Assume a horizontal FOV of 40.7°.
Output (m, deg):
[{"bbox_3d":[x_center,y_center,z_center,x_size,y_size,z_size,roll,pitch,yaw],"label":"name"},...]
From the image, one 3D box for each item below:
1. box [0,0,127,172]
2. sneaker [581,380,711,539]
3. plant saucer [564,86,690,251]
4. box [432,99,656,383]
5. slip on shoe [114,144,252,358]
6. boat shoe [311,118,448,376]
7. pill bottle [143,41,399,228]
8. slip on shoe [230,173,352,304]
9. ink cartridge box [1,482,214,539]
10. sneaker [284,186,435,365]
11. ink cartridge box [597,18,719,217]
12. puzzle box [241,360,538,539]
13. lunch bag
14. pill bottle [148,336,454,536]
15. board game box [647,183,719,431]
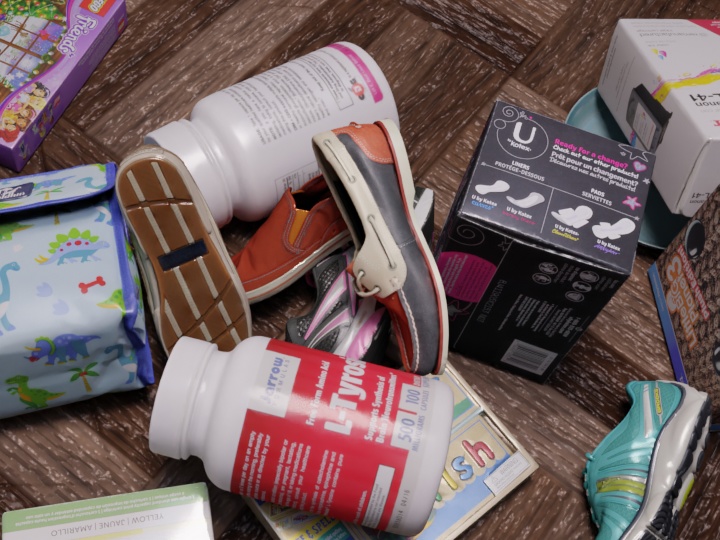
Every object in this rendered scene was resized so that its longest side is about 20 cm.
[{"bbox_3d":[-0.323,-0.199,0.891,0.136,0.039,0.201,23,60,3],"label":"box"},{"bbox_3d":[0.209,0.174,0.759,0.079,0.078,0.200,14,60,35],"label":"sneaker"},{"bbox_3d":[0.287,-0.099,0.937,0.199,0.027,0.201,4,60,-7],"label":"plant saucer"},{"bbox_3d":[0.129,-0.016,0.766,0.132,0.200,0.115,19,61,2],"label":"box"},{"bbox_3d":[-0.137,-0.002,0.755,0.076,0.201,0.061,-21,21,-3],"label":"slip on shoe"},{"bbox_3d":[0.016,-0.015,0.727,0.062,0.071,0.201,-13,86,-18],"label":"boat shoe"},{"bbox_3d":[-0.076,-0.112,0.838,0.199,0.113,0.114,-27,68,-22],"label":"pill bottle"},{"bbox_3d":[-0.053,-0.037,0.797,0.200,0.061,0.074,-33,30,5],"label":"slip on shoe"},{"bbox_3d":[-0.164,0.256,0.659,0.145,0.048,0.201,-6,60,-12],"label":"ink cartridge box"},{"bbox_3d":[0.000,0.000,0.812,0.086,0.081,0.200,20,54,15],"label":"sneaker"},{"bbox_3d":[0.320,-0.143,0.872,0.147,0.086,0.200,-2,42,-12],"label":"ink cartridge box"},{"bbox_3d":[0.024,0.161,0.752,0.200,0.025,0.133,-34,70,-23],"label":"puzzle box"},{"bbox_3d":[-0.259,0.000,0.749,0.169,0.128,0.200,-10,51,-11],"label":"lunch bag"},{"bbox_3d":[-0.041,0.111,0.691,0.199,0.112,0.113,14,60,0],"label":"pill bottle"},{"bbox_3d":[0.331,0.019,0.777,0.096,0.200,0.160,-1,60,-10],"label":"board game box"}]
